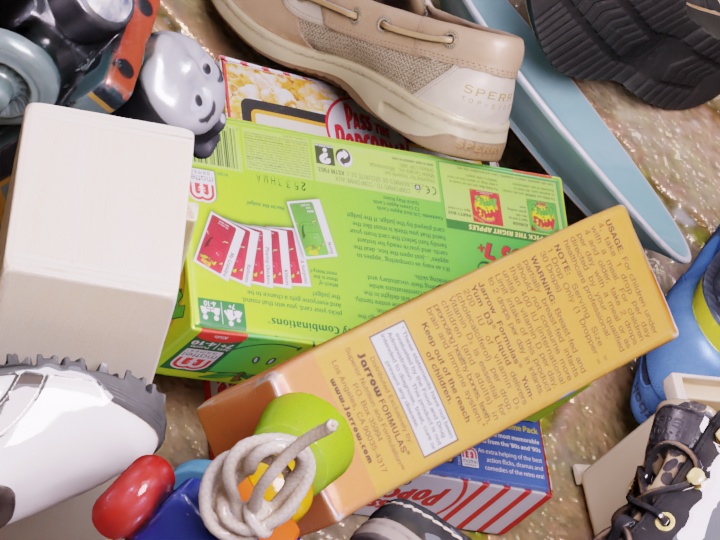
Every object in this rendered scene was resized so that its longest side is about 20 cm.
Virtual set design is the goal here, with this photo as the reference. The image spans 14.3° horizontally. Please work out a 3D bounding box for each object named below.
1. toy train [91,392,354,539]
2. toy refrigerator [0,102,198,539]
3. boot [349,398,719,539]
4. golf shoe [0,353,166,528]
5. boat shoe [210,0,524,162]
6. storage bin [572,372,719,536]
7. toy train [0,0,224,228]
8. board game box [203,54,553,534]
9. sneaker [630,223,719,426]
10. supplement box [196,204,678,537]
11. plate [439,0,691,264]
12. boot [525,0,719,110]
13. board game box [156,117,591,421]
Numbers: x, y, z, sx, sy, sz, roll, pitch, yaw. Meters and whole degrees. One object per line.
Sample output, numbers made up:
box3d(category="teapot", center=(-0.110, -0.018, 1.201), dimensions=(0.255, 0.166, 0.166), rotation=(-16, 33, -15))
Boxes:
box3d(category="toy train", center=(-0.036, 0.081, 1.018), dimensions=(0.085, 0.200, 0.116), rotation=(44, 39, -1))
box3d(category="toy refrigerator", center=(-0.110, 0.031, 1.084), dimensions=(0.069, 0.200, 0.076), rotation=(9, 53, -8))
box3d(category="boot", center=(0.100, 0.117, 1.160), dimensions=(0.200, 0.073, 0.151), rotation=(39, 66, -15))
box3d(category="golf shoe", center=(-0.159, 0.090, 0.999), dimensions=(0.199, 0.078, 0.095), rotation=(-11, 58, -14))
box3d(category="boat shoe", center=(0.005, -0.116, 1.306), dimensions=(0.071, 0.065, 0.200), rotation=(1, 25, -45))
box3d(category="storage bin", center=(0.217, 0.164, 1.306), dimensions=(0.197, 0.094, 0.201), rotation=(6, 58, -32))
box3d(category="toy train", center=(-0.143, -0.054, 1.126), dimensions=(0.114, 0.199, 0.086), rotation=(38, 42, -28))
box3d(category="board game box", center=(0.001, 0.011, 1.289), dimensions=(0.151, 0.046, 0.201), rotation=(12, 56, -29))
box3d(category="sneaker", center=(0.176, 0.024, 1.401), dimensions=(0.066, 0.078, 0.200), rotation=(45, 27, 2))
box3d(category="supplement box", center=(0.035, 0.040, 1.157), dimensions=(0.199, 0.066, 0.069), rotation=(-27, 91, -35))
box3d(category="plate", center=(0.088, -0.077, 1.369), dimensions=(0.200, 0.026, 0.200), rotation=(49, 11, -13))
box3d(category="boot", center=(0.114, -0.168, 1.448), dimensions=(0.200, 0.077, 0.139), rotation=(31, 32, -61))
box3d(category="board game box", center=(0.000, 0.000, 1.225), dimensions=(0.199, 0.048, 0.102), rotation=(9, 62, -31))
